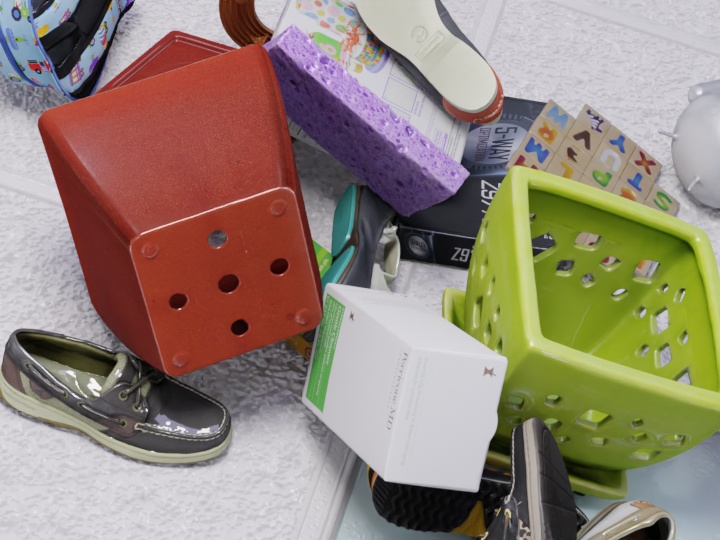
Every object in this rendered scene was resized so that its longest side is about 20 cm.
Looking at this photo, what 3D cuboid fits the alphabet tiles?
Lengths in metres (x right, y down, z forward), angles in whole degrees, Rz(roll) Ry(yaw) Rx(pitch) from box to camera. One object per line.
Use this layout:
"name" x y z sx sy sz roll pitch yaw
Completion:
"alphabet tiles" 0.224 -0.080 1.717 0.166 0.006 0.200 39 42 -3

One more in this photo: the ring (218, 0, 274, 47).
"ring" -0.038 -0.260 1.731 0.198 0.201 0.019 -3 58 -16

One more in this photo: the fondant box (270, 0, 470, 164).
"fondant box" 0.006 -0.167 1.665 0.198 0.058 0.145 26 46 -9

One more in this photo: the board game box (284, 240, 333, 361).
"board game box" -0.036 0.031 1.588 0.200 0.030 0.095 39 51 18

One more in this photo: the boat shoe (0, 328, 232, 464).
"boat shoe" -0.199 0.099 1.462 0.199 0.066 0.072 17 47 3

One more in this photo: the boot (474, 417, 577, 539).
"boot" 0.087 0.218 1.362 0.149 0.073 0.202 -16 61 25

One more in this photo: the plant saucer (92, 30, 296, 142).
"plant saucer" -0.152 -0.156 1.679 0.198 0.037 0.200 18 41 23

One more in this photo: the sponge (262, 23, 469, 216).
"sponge" -0.008 -0.126 1.543 0.200 0.111 0.030 40 71 -11

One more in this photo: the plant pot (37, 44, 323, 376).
"plant pot" -0.126 -0.032 1.450 0.198 0.202 0.177 -19 35 -10

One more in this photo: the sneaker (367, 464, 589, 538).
"sneaker" 0.098 0.184 1.457 0.198 0.071 0.090 20 12 -13

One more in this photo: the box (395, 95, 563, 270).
"box" 0.112 -0.087 1.716 0.158 0.044 0.201 9 47 -5

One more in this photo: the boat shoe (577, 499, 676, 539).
"boat shoe" 0.167 0.252 1.378 0.075 0.068 0.200 44 68 -8

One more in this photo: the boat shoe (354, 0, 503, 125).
"boat shoe" 0.061 -0.213 1.653 0.071 0.063 0.200 -41 71 5

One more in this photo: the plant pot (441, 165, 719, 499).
"plant pot" 0.173 0.065 1.485 0.197 0.182 0.201 18 44 -19

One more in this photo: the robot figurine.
"robot figurine" 0.388 -0.125 1.767 0.198 0.114 0.170 -12 51 -23

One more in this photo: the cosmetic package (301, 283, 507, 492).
"cosmetic package" 0.031 0.087 1.404 0.084 0.109 0.200 9 9 -21

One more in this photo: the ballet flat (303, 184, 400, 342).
"ballet flat" 0.000 0.000 1.564 0.072 0.074 0.201 15 39 0

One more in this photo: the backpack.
"backpack" -0.300 -0.256 1.679 0.133 0.184 0.202 -4 48 15
